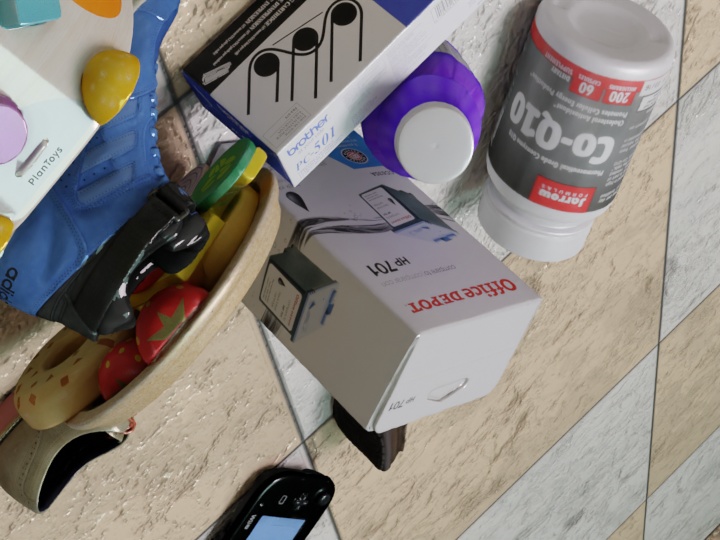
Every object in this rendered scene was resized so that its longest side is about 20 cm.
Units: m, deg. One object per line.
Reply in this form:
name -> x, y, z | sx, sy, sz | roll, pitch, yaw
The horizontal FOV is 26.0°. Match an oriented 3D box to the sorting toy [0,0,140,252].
sorting toy -> -0.218, -0.104, 0.731 | 0.201, 0.107, 0.180 | -50, 134, 2

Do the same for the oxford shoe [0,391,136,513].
oxford shoe -> -0.163, 0.078, 1.041 | 0.200, 0.075, 0.071 | -47, 152, -5

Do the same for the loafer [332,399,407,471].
loafer -> 0.023, 0.101, 1.353 | 0.071, 0.073, 0.201 | -34, 150, -24

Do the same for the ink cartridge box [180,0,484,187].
ink cartridge box -> -0.005, -0.155, 0.958 | 0.200, 0.094, 0.044 | -45, 153, -9

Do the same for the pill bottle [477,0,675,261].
pill bottle -> 0.166, -0.112, 1.248 | 0.113, 0.114, 0.202 | -24, 143, -40

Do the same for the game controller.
game controller -> -0.102, 0.260, 1.406 | 0.201, 0.042, 0.104 | -57, 152, 13

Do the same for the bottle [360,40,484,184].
bottle -> 0.040, -0.102, 1.012 | 0.084, 0.065, 0.200 | -45, -166, 11

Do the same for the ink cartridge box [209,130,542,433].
ink cartridge box -> 0.000, 0.000, 1.048 | 0.146, 0.200, 0.087 | -12, 137, -50

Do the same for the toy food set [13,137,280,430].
toy food set -> -0.120, 0.010, 0.935 | 0.199, 0.049, 0.199 | -24, -149, 55

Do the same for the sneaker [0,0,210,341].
sneaker -> -0.120, -0.058, 0.839 | 0.202, 0.110, 0.077 | -63, -179, -19
